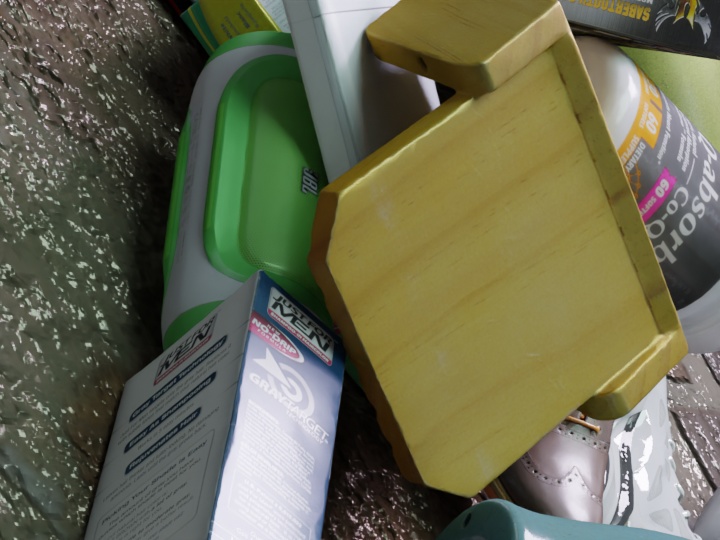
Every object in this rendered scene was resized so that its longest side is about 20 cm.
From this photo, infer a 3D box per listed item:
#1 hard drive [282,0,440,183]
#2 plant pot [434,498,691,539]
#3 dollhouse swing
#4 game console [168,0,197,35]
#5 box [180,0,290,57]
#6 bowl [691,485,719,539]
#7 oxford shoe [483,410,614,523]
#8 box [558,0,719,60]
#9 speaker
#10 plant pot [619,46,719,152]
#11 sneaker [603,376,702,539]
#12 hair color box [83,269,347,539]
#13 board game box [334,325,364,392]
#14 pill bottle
[{"bbox_3d":[0.017,-0.053,1.208,0.132,0.027,0.200,-20,97,-67],"label":"hard drive"},{"bbox_3d":[0.110,0.201,1.058,0.188,0.200,0.200,29,32,-16],"label":"plant pot"},{"bbox_3d":[0.040,-0.013,1.161,0.182,0.176,0.200,29,-33,62],"label":"dollhouse swing"},{"bbox_3d":[-0.055,-0.225,1.416,0.200,0.119,0.172,53,27,7],"label":"game console"},{"bbox_3d":[-0.007,-0.090,1.321,0.200,0.048,0.117,51,26,-5],"label":"box"},{"bbox_3d":[0.279,0.204,1.428,0.200,0.075,0.200,52,26,5],"label":"bowl"},{"bbox_3d":[0.105,0.074,1.255,0.071,0.073,0.200,25,33,-22],"label":"oxford shoe"},{"bbox_3d":[0.093,-0.170,1.356,0.200,0.048,0.158,11,4,-26],"label":"box"},{"bbox_3d":[-0.051,-0.026,1.176,0.088,0.088,0.200,33,42,-31],"label":"speaker"},{"bbox_3d":[0.178,-0.095,1.555,0.200,0.200,0.193,-8,74,-59],"label":"plant pot"},{"bbox_3d":[0.159,0.129,1.362,0.115,0.076,0.201,51,33,-18],"label":"sneaker"},{"bbox_3d":[-0.065,0.098,1.008,0.061,0.100,0.200,40,29,-21],"label":"hair color box"},{"bbox_3d":[0.000,0.000,1.313,0.200,0.029,0.135,50,26,-1],"label":"board game box"},{"bbox_3d":[0.163,-0.040,1.385,0.200,0.116,0.116,40,28,-37],"label":"pill bottle"}]
